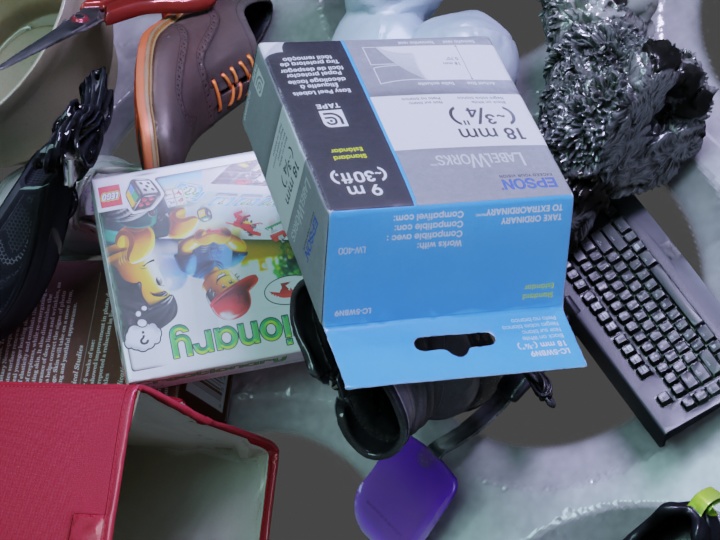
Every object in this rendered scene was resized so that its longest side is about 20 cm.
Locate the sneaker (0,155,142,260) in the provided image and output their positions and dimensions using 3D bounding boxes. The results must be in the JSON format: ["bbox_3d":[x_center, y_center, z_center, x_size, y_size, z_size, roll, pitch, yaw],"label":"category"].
[{"bbox_3d":[-0.164,-0.047,1.330,0.199,0.100,0.076,7,77,29],"label":"sneaker"}]

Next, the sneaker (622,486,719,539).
[{"bbox_3d":[0.125,0.195,1.099,0.072,0.083,0.201,36,88,33],"label":"sneaker"}]

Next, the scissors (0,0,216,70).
[{"bbox_3d":[-0.172,-0.159,1.286,0.073,0.014,0.199,30,39,32],"label":"scissors"}]

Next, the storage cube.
[{"bbox_3d":[-0.172,0.169,1.196,0.178,0.171,0.202,0,74,28],"label":"storage cube"}]

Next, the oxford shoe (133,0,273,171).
[{"bbox_3d":[-0.099,-0.127,1.313,0.072,0.072,0.201,3,40,6],"label":"oxford shoe"}]

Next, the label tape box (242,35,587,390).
[{"bbox_3d":[0.033,-0.038,1.104,0.143,0.064,0.201,-4,48,-22],"label":"label tape box"}]

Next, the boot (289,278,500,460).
[{"bbox_3d":[0.000,0.000,1.147,0.070,0.131,0.201,-37,78,28],"label":"boot"}]

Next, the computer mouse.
[{"bbox_3d":[-0.200,-0.020,1.252,0.200,0.053,0.139,-53,11,20],"label":"computer mouse"}]

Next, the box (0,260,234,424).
[{"bbox_3d":[-0.178,0.051,1.314,0.198,0.075,0.101,0,70,24],"label":"box"}]

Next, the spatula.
[{"bbox_3d":[0.072,0.082,1.205,0.200,0.021,0.056,-47,57,-5],"label":"spatula"}]

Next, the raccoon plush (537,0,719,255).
[{"bbox_3d":[0.109,-0.099,1.207,0.199,0.097,0.134,-36,51,-12],"label":"raccoon plush"}]

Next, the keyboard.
[{"bbox_3d":[0.129,0.018,1.189,0.127,0.021,0.200,-31,56,-4],"label":"keyboard"}]

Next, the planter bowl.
[{"bbox_3d":[-0.247,-0.151,1.392,0.199,0.135,0.202,-9,66,22],"label":"planter bowl"}]

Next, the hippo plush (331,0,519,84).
[{"bbox_3d":[0.023,-0.171,1.254,0.198,0.159,0.162,-2,79,5],"label":"hippo plush"}]

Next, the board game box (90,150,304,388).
[{"bbox_3d":[-0.053,-0.008,1.235,0.198,0.035,0.127,-11,77,-8],"label":"board game box"}]
